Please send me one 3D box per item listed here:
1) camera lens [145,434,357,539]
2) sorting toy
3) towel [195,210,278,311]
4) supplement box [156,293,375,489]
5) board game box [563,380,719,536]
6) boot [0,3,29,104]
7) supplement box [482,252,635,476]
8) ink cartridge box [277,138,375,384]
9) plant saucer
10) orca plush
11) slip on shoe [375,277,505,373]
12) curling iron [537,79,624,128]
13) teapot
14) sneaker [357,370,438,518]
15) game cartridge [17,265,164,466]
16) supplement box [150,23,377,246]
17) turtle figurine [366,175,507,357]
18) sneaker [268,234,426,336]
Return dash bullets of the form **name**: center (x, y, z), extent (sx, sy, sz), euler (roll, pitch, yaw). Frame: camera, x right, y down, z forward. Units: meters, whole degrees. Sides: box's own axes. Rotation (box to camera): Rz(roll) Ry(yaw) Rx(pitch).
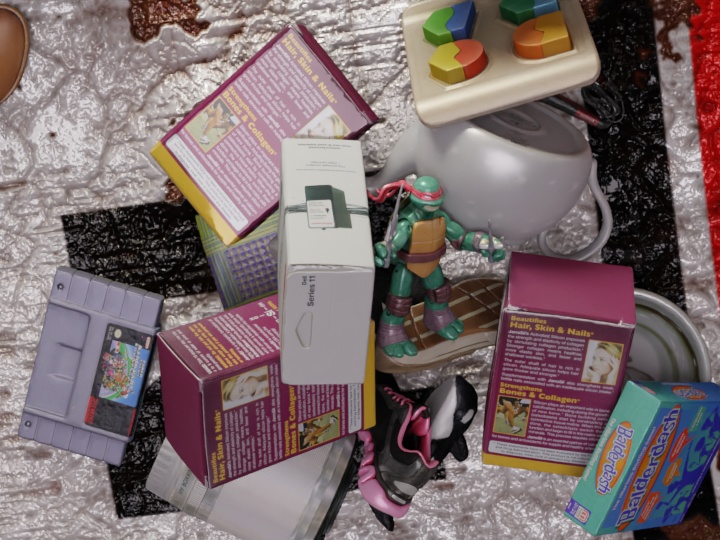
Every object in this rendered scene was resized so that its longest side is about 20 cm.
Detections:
- **camera lens**: center (-0.112, 0.207, 1.695), extent (0.198, 0.160, 0.161), euler (26, 103, -2)
- **sorting toy**: center (0.134, -0.233, 1.570), extent (0.183, 0.201, 0.037), euler (-15, 130, 7)
- **towel**: center (-0.087, 0.011, 1.720), extent (0.142, 0.023, 0.202), euler (-19, 100, 8)
- **supplement box**: center (-0.091, 0.110, 1.568), extent (0.198, 0.103, 0.132), euler (-17, 125, -27)
- **board game box**: center (0.301, 0.189, 1.602), extent (0.045, 0.199, 0.154), euler (33, 106, 34)
- **boot**: center (-0.424, -0.184, 1.628), extent (0.077, 0.155, 0.200), euler (40, 102, -6)
- **supplement box**: center (0.197, 0.098, 1.592), extent (0.129, 0.104, 0.202), euler (8, 125, 3)
- **ink cartridge box**: center (-0.036, -0.009, 1.493), extent (0.082, 0.201, 0.148), euler (1, 130, -5)
- **plant saucer**: center (0.278, 0.112, 1.705), extent (0.197, 0.050, 0.203), euler (1, 102, 3)
- **orca plush**: center (0.084, 0.204, 1.717), extent (0.070, 0.105, 0.202), euler (25, 106, -12)
- **slip on shoe**: center (0.097, 0.064, 1.668), extent (0.076, 0.198, 0.061), euler (56, 143, 21)
- **curling iron**: center (0.185, -0.201, 1.655), extent (0.198, 0.026, 0.050), euler (20, 82, 4)
- **teapot**: center (0.137, -0.091, 1.608), extent (0.199, 0.196, 0.148), euler (38, 120, 33)
- **sneaker**: center (0.041, 0.162, 1.661), extent (0.078, 0.201, 0.096), euler (25, 122, -29)
- **game cartridge**: center (-0.299, 0.108, 1.751), extent (0.128, 0.038, 0.203), euler (17, 103, 4)
- **supplement box**: center (-0.098, -0.140, 1.624), extent (0.199, 0.103, 0.131), euler (-39, 92, 8)
- **turtle figurine**: center (0.066, -0.017, 1.539), extent (0.148, 0.101, 0.202), euler (-7, 126, -17)
- **sneaker**: center (0.000, 0.000, 1.677), extent (0.200, 0.073, 0.112), euler (44, 80, -23)
